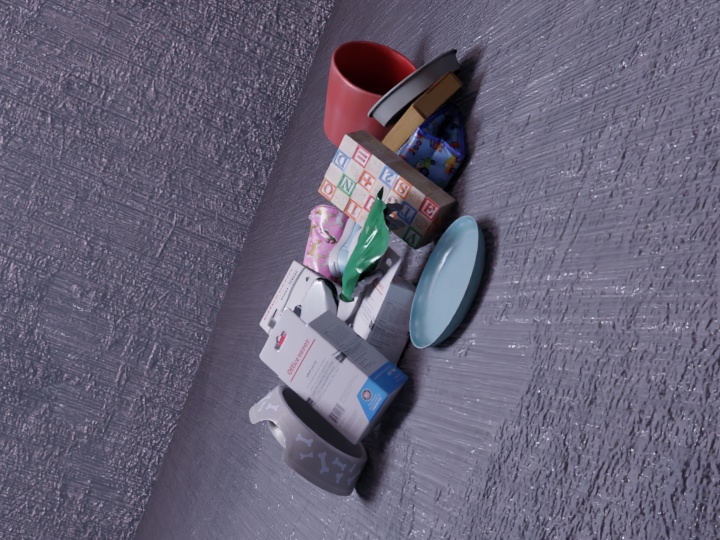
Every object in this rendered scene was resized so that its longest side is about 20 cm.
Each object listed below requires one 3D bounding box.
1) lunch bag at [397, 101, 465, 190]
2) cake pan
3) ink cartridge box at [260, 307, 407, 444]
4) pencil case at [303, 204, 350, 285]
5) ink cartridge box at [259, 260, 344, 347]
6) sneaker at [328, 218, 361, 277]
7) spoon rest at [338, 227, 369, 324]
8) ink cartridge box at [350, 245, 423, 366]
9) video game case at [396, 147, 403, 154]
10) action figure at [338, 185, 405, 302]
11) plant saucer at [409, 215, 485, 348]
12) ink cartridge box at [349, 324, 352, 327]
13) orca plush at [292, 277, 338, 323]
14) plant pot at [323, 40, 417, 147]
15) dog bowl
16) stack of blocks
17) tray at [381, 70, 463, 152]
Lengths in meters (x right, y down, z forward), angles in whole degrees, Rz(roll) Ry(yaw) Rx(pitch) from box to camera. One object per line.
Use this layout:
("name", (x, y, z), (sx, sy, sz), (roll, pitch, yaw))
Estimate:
("lunch bag", (0.116, -0.197, 1.641), (0.151, 0.094, 0.200), (-57, 4, 31))
("cake pan", (0.103, -0.326, 1.741), (0.200, 0.037, 0.200), (-36, -1, 0))
("ink cartridge box", (-0.042, 0.145, 1.429), (0.068, 0.200, 0.116), (-30, -24, -54))
("pencil case", (-0.072, -0.027, 1.906), (0.086, 0.082, 0.202), (5, 82, 45))
("ink cartridge box", (-0.099, 0.077, 1.751), (0.148, 0.082, 0.200), (-62, 21, 0))
("sneaker", (0.008, -0.051, 1.851), (0.201, 0.081, 0.074), (-64, -35, -48))
("spoon rest", (0.000, 0.000, 1.631), (0.099, 0.060, 0.201), (-34, 33, 64))
("ink cartridge box", (0.041, 0.072, 1.520), (0.116, 0.067, 0.201), (-129, 61, -73))
("video game case", (0.071, -0.199, 1.881), (0.181, 0.025, 0.201), (-96, 31, -61))
("action figure", (0.011, -0.020, 1.508), (0.119, 0.054, 0.201), (-90, 23, -46))
("plant saucer", (0.127, 0.020, 1.368), (0.201, 0.027, 0.201), (-58, 18, 32))
("ink cartridge box", (-0.010, 0.112, 1.697), (0.200, 0.043, 0.200), (158, 132, -72))
("orca plush", (-0.053, 0.110, 1.596), (0.105, 0.071, 0.202), (-4, 93, 41))
("plant pot", (0.010, -0.358, 2.039), (0.201, 0.199, 0.178), (-84, 13, -47))
("dog bowl", (-0.073, 0.249, 1.447), (0.059, 0.200, 0.200), (-51, 17, 5))
("stack of blocks", (0.040, -0.120, 1.544), (0.058, 0.200, 0.116), (-25, -31, -54))
("tray", (0.105, -0.276, 1.695), (0.099, 0.037, 0.200), (-44, 3, -17))
